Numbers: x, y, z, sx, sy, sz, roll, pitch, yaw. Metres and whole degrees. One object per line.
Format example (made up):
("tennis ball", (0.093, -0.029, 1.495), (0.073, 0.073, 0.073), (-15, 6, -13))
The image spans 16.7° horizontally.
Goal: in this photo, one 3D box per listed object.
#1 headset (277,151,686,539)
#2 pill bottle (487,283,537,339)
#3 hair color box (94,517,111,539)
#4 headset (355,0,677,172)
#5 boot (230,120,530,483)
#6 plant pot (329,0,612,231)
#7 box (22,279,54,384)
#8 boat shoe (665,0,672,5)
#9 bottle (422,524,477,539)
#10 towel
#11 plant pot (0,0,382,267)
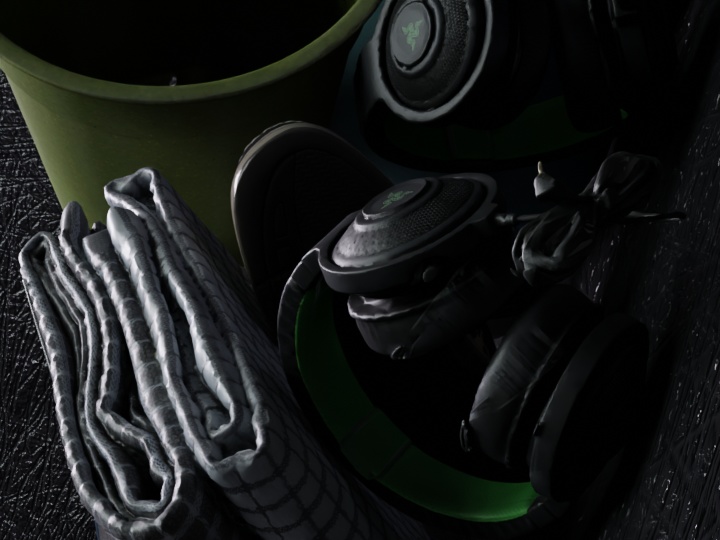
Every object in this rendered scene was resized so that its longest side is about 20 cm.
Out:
("headset", (0.037, 0.024, 0.800), (0.094, 0.123, 0.200), (-43, -4, -42))
("pill bottle", (0.055, -0.035, 1.353), (0.113, 0.112, 0.201), (-73, 1, -63))
("hair color box", (-0.068, 0.107, 1.116), (0.061, 0.099, 0.201), (-74, -21, -75))
("headset", (0.068, -0.101, 0.955), (0.200, 0.123, 0.094), (129, 136, -64))
("boot", (0.000, 0.000, 1.014), (0.073, 0.200, 0.151), (-37, 29, 4))
("plant pot", (0.051, -0.121, 1.186), (0.141, 0.141, 0.201), (15, -101, -56))
("box", (-0.056, 0.046, 1.223), (0.048, 0.193, 0.201), (52, -169, -54))
("boat shoe", (0.118, -0.169, 1.055), (0.200, 0.084, 0.069), (121, 171, -78))
("bottle", (0.020, 0.134, 1.029), (0.065, 0.083, 0.200), (-53, 18, 27))
("towel", (-0.052, 0.072, 0.944), (0.085, 0.166, 0.200), (-36, 39, 4))
("plant pot", (-0.081, -0.097, 1.081), (0.190, 0.199, 0.201), (93, -168, -57))
